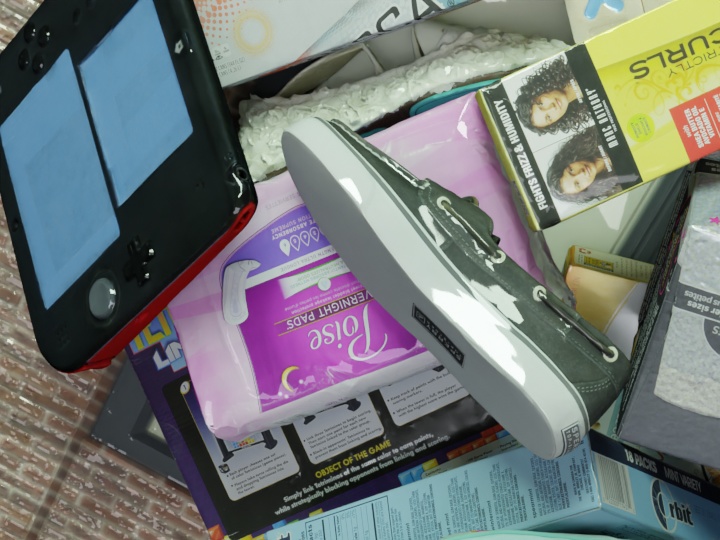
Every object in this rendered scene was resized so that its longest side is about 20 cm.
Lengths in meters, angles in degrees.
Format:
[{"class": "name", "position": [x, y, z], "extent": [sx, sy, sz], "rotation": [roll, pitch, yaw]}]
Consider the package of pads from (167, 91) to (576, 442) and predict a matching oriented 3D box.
[{"class": "package of pads", "position": [0.000, 0.000, 0.807], "extent": [0.198, 0.076, 0.122], "rotation": [-21, 85, 17]}]

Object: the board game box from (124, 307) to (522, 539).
[{"class": "board game box", "position": [-0.018, 0.059, 0.888], "extent": [0.198, 0.057, 0.167], "rotation": [-25, 88, 17]}]

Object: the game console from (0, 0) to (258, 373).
[{"class": "game console", "position": [-0.133, -0.066, 0.815], "extent": [0.177, 0.031, 0.202], "rotation": [-42, 57, 39]}]

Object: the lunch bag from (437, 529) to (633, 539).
[{"class": "lunch bag", "position": [0.071, 0.193, 0.792], "extent": [0.158, 0.078, 0.200], "rotation": [5, 151, -21]}]

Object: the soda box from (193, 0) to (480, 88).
[{"class": "soda box", "position": [0.002, -0.153, 0.803], "extent": [0.198, 0.064, 0.069], "rotation": [-16, 98, 24]}]

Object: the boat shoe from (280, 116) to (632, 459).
[{"class": "boat shoe", "position": [0.042, -0.002, 0.728], "extent": [0.056, 0.069, 0.200], "rotation": [-37, 75, -19]}]

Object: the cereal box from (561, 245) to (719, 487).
[{"class": "cereal box", "position": [0.195, 0.079, 0.888], "extent": [0.197, 0.040, 0.146], "rotation": [14, 112, 5]}]

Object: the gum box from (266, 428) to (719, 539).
[{"class": "gum box", "position": [0.078, 0.149, 0.846], "extent": [0.198, 0.169, 0.045], "rotation": [-22, 61, 29]}]

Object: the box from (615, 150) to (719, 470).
[{"class": "box", "position": [0.240, 0.031, 0.763], "extent": [0.198, 0.115, 0.133], "rotation": [16, 124, 6]}]

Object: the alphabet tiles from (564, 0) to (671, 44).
[{"class": "alphabet tiles", "position": [0.140, -0.214, 0.774], "extent": [0.198, 0.015, 0.198], "rotation": [-10, 98, 26]}]

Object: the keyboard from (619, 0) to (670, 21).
[{"class": "keyboard", "position": [0.208, -0.192, 0.780], "extent": [0.199, 0.011, 0.057], "rotation": [-34, 67, 23]}]

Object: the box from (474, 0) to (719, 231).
[{"class": "box", "position": [0.156, -0.090, 0.728], "extent": [0.198, 0.050, 0.076], "rotation": [-23, 92, 2]}]

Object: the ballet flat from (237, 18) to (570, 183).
[{"class": "ballet flat", "position": [0.019, -0.098, 0.842], "extent": [0.198, 0.072, 0.072], "rotation": [-18, 106, 13]}]
